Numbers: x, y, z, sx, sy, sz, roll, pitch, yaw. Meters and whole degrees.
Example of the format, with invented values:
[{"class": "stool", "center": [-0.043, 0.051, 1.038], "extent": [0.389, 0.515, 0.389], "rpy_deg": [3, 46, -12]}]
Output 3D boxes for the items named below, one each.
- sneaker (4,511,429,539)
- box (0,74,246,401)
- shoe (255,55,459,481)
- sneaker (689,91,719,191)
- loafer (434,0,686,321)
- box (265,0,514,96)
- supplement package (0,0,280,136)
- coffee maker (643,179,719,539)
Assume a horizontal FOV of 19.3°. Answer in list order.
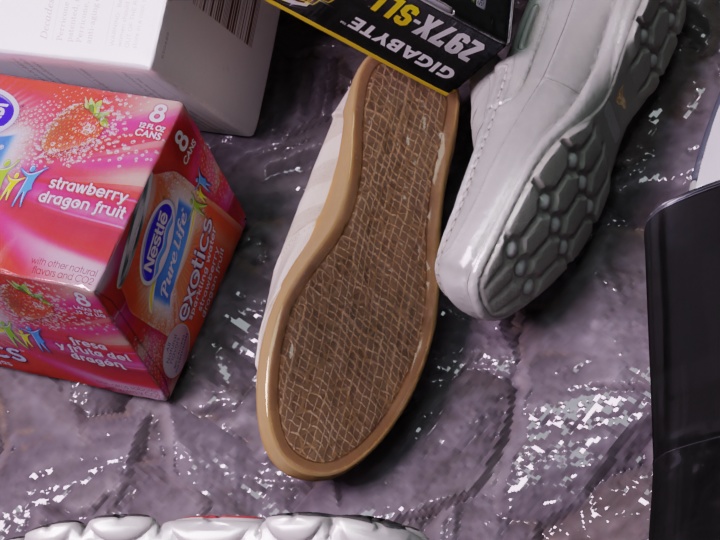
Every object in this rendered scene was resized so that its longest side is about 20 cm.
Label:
[{"class": "sneaker", "center": [-0.068, 0.139, 0.823], "extent": [0.198, 0.081, 0.084], "rpy_deg": [-4, 73, 21]}, {"class": "box", "center": [-0.165, -0.023, 0.943], "extent": [0.199, 0.096, 0.100], "rpy_deg": [11, 61, 24]}, {"class": "shoe", "center": [0.000, 0.000, 0.907], "extent": [0.069, 0.053, 0.201], "rpy_deg": [20, 66, -8]}, {"class": "sneaker", "center": [0.224, -0.090, 0.860], "extent": [0.145, 0.077, 0.204], "rpy_deg": [2, 68, 33]}, {"class": "loafer", "center": [0.076, -0.064, 0.911], "extent": [0.069, 0.070, 0.201], "rpy_deg": [11, 55, 30]}, {"class": "box", "center": [-0.003, -0.195, 0.919], "extent": [0.049, 0.159, 0.201], "rpy_deg": [-39, 36, 47]}, {"class": "supplement package", "center": [-0.147, -0.141, 0.983], "extent": [0.198, 0.117, 0.118], "rpy_deg": [8, 82, 21]}, {"class": "coffee maker", "center": [0.149, 0.071, 0.752], "extent": [0.190, 0.135, 0.201], "rpy_deg": [-5, 58, 17]}]
